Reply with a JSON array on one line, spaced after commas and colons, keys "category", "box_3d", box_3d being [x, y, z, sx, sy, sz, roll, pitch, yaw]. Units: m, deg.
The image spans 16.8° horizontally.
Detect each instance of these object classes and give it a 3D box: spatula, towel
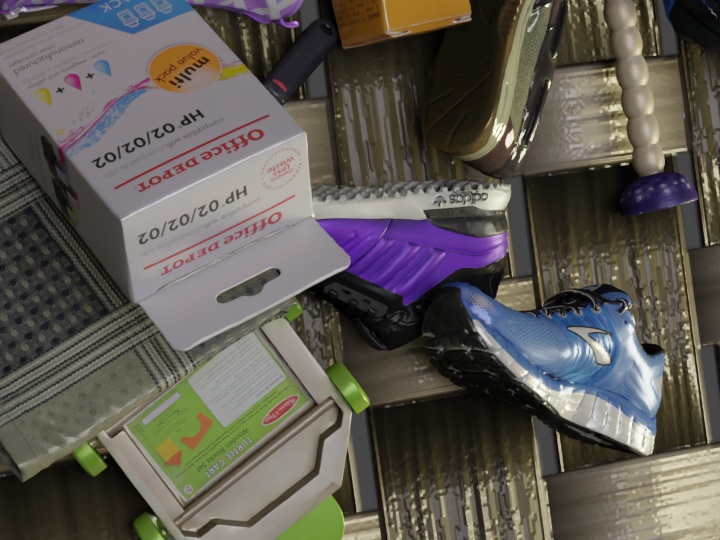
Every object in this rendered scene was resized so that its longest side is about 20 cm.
[{"category": "spatula", "box_3d": [-0.061, -0.088, 1.407, 0.056, 0.021, 0.200, 40, 51, -4]}, {"category": "towel", "box_3d": [-0.165, -0.003, 1.353, 0.199, 0.035, 0.193, -31, 75, -25]}]

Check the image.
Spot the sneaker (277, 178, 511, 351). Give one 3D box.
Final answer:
[{"category": "sneaker", "box_3d": [0.000, 0.000, 1.443, 0.198, 0.069, 0.100, -4, 98, -20]}]

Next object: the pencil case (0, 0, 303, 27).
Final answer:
[{"category": "pencil case", "box_3d": [-0.126, -0.182, 1.384, 0.198, 0.084, 0.086, -2, 93, -24]}]

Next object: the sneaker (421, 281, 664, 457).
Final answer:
[{"category": "sneaker", "box_3d": [0.114, 0.043, 1.472, 0.199, 0.078, 0.090, 28, 77, -43]}]

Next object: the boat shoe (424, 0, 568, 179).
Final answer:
[{"category": "boat shoe", "box_3d": [0.092, -0.150, 1.492, 0.066, 0.071, 0.202, 40, 58, -47]}]

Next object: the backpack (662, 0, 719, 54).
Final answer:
[{"category": "backpack", "box_3d": [0.281, -0.210, 1.526, 0.198, 0.163, 0.169, 7, 57, -23]}]

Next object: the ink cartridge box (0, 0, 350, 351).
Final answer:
[{"category": "ink cartridge box", "box_3d": [-0.103, -0.061, 1.298, 0.115, 0.200, 0.068, -27, 141, -20]}]

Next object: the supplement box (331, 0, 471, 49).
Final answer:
[{"category": "supplement box", "box_3d": [0.006, -0.237, 1.451, 0.066, 0.069, 0.202, -14, 92, -31]}]

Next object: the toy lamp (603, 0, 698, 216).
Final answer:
[{"category": "toy lamp", "box_3d": [0.167, -0.137, 1.525, 0.058, 0.058, 0.202, -14, 93, -23]}]

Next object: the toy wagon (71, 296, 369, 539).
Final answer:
[{"category": "toy wagon", "box_3d": [-0.070, 0.102, 1.409, 0.155, 0.040, 0.201, -37, 106, -3]}]
